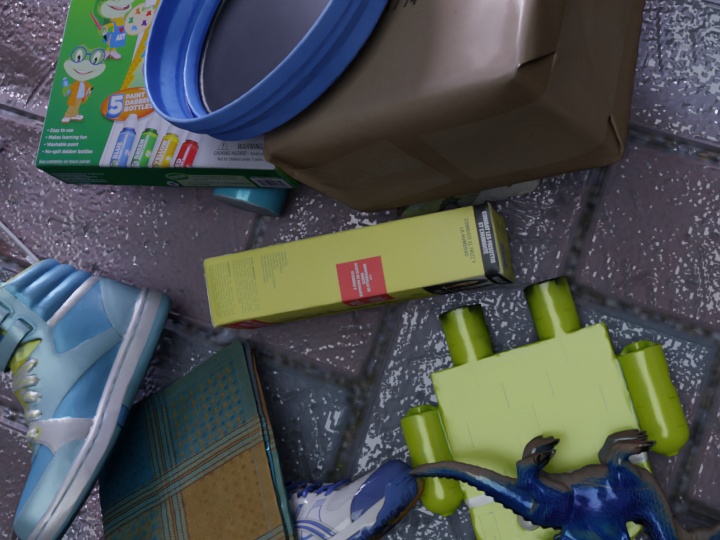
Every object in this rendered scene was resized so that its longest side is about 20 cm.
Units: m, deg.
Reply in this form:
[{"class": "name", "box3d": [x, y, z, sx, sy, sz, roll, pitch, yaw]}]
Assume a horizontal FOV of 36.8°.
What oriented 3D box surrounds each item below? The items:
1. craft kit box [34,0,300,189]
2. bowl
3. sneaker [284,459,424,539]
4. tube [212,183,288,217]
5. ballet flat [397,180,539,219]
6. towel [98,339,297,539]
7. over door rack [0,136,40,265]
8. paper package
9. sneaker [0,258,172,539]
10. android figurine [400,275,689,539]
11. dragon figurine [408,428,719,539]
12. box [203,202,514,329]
[{"class": "craft kit box", "box3d": [-0.122, -0.158, 0.769, 0.199, 0.049, 0.198, 2, 74, 24]}, {"class": "bowl", "box3d": [-0.054, -0.169, 0.659, 0.200, 0.039, 0.201, -26, 50, 34]}, {"class": "sneaker", "box3d": [-0.052, 0.170, 0.728, 0.200, 0.075, 0.088, -36, 73, 17]}, {"class": "tube", "box3d": [-0.054, -0.141, 0.779, 0.077, 0.050, 0.201, 16, 86, 13]}, {"class": "ballet flat", "box3d": [0.107, -0.098, 0.727, 0.071, 0.069, 0.200, 37, 95, -5]}, {"class": "towel", "box3d": [-0.113, 0.160, 0.729, 0.146, 0.022, 0.200, -31, 50, 15]}, {"class": "over door rack", "box3d": [-0.312, -0.065, 0.787, 0.067, 0.148, 0.200, -40, 77, 14]}, {"class": "paper package", "box3d": [0.057, -0.149, 0.652, 0.200, 0.103, 0.191, -8, 62, 44]}, {"class": "sneaker", "box3d": [-0.223, 0.082, 0.741, 0.130, 0.080, 0.200, 24, 58, -10]}, {"class": "android figurine", "box3d": [0.121, 0.111, 0.714, 0.182, 0.041, 0.201, -16, 80, 13]}, {"class": "dragon figurine", "box3d": [0.131, 0.152, 0.652, 0.199, 0.059, 0.100, -6, 90, 4]}, {"class": "box", "box3d": [0.000, 0.000, 0.737, 0.199, 0.075, 0.050, -10, 83, 13]}]
